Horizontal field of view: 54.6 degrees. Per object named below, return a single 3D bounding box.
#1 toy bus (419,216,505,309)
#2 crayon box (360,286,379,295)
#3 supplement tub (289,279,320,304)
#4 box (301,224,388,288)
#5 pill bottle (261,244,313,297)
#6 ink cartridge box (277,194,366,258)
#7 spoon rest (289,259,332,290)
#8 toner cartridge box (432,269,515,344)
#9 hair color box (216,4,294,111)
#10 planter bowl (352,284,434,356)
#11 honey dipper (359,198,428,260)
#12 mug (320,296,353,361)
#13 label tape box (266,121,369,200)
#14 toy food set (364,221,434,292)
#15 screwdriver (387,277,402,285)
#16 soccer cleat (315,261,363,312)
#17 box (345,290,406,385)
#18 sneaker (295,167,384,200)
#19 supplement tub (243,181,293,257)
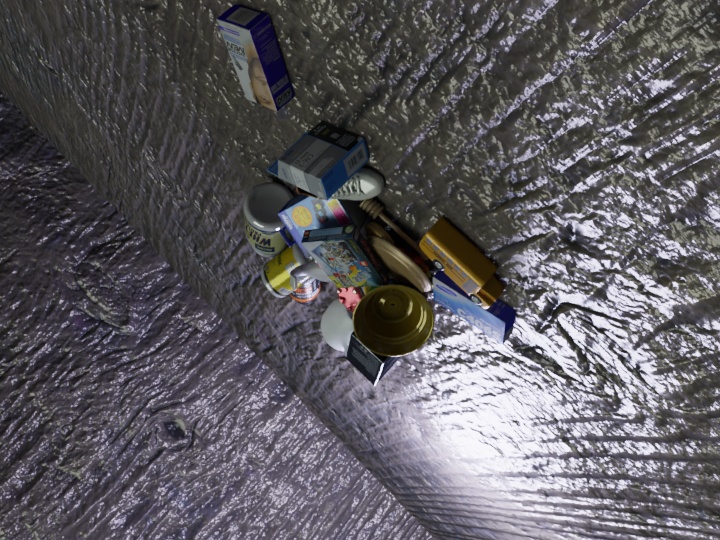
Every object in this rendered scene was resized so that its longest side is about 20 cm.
[{"bbox_3d":[0.217,-0.015,1.459,0.200,0.065,0.078,43,156,6],"label":"toy bus"},{"bbox_3d":[0.000,0.000,1.827,0.126,0.051,0.201,51,165,36],"label":"crayon box"},{"bbox_3d":[-0.177,0.028,2.148,0.106,0.107,0.201,35,156,21],"label":"supplement tub"},{"bbox_3d":[-0.033,-0.029,1.643,0.134,0.038,0.201,-4,145,26],"label":"box"},{"bbox_3d":[-0.176,-0.017,1.964,0.199,0.112,0.112,-32,107,26],"label":"pill bottle"},{"bbox_3d":[-0.103,-0.123,1.676,0.198,0.077,0.137,-25,108,31],"label":"ink cartridge box"},{"bbox_3d":[-0.112,-0.002,1.878,0.060,0.198,0.101,30,127,43],"label":"spoon rest"},{"bbox_3d":[0.254,0.078,1.577,0.199,0.043,0.096,33,153,27],"label":"toner cartridge box"},{"bbox_3d":[-0.220,-0.448,1.480,0.108,0.065,0.201,29,154,33],"label":"hair color box"},{"bbox_3d":[0.080,0.103,1.702,0.202,0.198,0.084,55,-163,-23],"label":"planter bowl"},{"bbox_3d":[0.082,-0.094,1.598,0.200,0.038,0.038,42,157,-1],"label":"honey dipper"},{"bbox_3d":[-0.024,0.163,2.014,0.145,0.203,0.176,3,157,-18],"label":"mug"},{"bbox_3d":[-0.101,-0.249,1.504,0.199,0.143,0.067,29,153,33],"label":"label tape box"},{"bbox_3d":[0.093,-0.022,1.640,0.199,0.049,0.198,33,166,30],"label":"toy food set"},{"bbox_3d":[0.038,0.034,1.746,0.028,0.196,0.030,-75,-20,-75],"label":"screwdriver"},{"bbox_3d":[-0.046,0.019,1.828,0.066,0.077,0.201,-31,101,27],"label":"soccer cleat"},{"bbox_3d":[0.069,0.172,1.850,0.117,0.197,0.201,39,157,13],"label":"box"},{"bbox_3d":[-0.049,-0.179,1.528,0.196,0.085,0.074,3,118,19],"label":"sneaker"},{"bbox_3d":[-0.252,-0.136,1.949,0.144,0.145,0.201,39,156,12],"label":"supplement tub"}]
